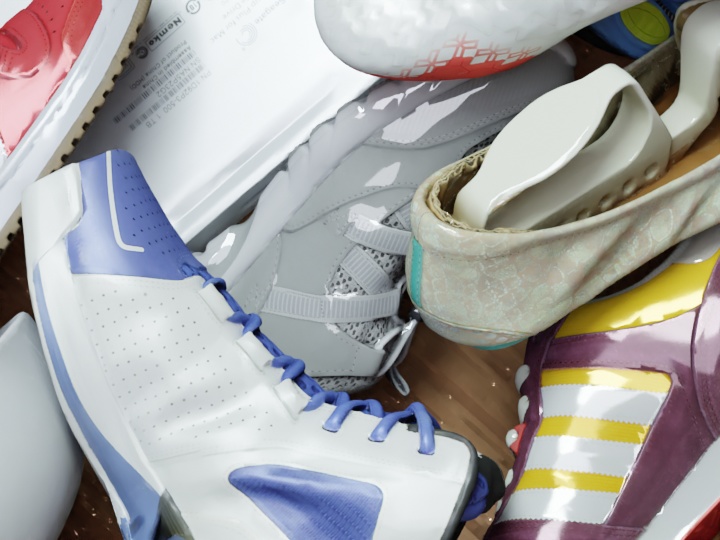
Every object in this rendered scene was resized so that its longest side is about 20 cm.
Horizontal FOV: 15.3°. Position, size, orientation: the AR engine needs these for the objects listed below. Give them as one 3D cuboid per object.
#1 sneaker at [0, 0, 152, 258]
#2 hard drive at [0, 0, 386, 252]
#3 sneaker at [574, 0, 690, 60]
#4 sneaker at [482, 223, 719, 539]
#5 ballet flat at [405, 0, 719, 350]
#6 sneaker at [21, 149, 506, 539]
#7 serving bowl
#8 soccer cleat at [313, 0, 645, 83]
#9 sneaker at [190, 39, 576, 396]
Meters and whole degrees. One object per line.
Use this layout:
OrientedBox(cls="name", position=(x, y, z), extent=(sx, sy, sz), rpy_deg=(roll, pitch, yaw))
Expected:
OrientedBox(cls="sneaker", position=(-0.157, -0.042, 0.850), extent=(0.112, 0.071, 0.201), rpy_deg=(35, 81, -8))
OrientedBox(cls="hard drive", position=(-0.093, -0.104, 0.916), extent=(0.132, 0.026, 0.200), rpy_deg=(-40, 77, 4))
OrientedBox(cls="sneaker", position=(0.028, -0.141, 0.879), extent=(0.199, 0.083, 0.071), rpy_deg=(36, 69, -2))
OrientedBox(cls="sneaker", position=(0.072, 0.063, 0.846), extent=(0.200, 0.075, 0.090), rpy_deg=(-45, 68, -3))
OrientedBox(cls="ballet flat", position=(0.098, -0.046, 0.819), extent=(0.200, 0.063, 0.067), rpy_deg=(-35, 49, -18))
OrientedBox(cls="sneaker", position=(-0.021, 0.054, 0.808), extent=(0.114, 0.081, 0.201), rpy_deg=(-21, 82, 1))
OrientedBox(cls="serving bowl", position=(-0.153, 0.105, 0.824), extent=(0.200, 0.200, 0.066), rpy_deg=(-44, 95, 3))
OrientedBox(cls="soccer cleat", position=(0.079, -0.111, 0.787), extent=(0.199, 0.085, 0.069), rpy_deg=(-17, 78, 0))
OrientedBox(cls="sneaker", position=(0.000, 0.000, 0.871), extent=(0.200, 0.075, 0.082), rpy_deg=(-42, 86, 14))
